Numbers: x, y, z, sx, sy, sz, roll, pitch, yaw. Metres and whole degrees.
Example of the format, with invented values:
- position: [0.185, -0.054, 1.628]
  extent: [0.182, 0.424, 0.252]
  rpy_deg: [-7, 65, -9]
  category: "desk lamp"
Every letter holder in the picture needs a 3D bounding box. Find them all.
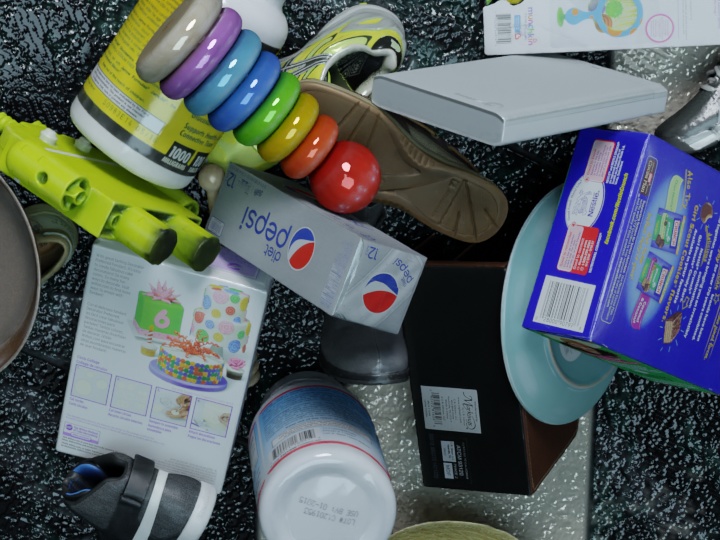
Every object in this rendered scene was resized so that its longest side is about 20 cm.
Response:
- position: [0.113, 0.065, 1.632]
  extent: [0.100, 0.142, 0.201]
  rpy_deg: [2, 111, 26]
  category: "letter holder"

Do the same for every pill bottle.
- position: [-0.128, -0.173, 1.504]
  extent: [0.112, 0.113, 0.200]
  rpy_deg: [32, 103, -16]
  category: "pill bottle"
- position: [-0.035, 0.156, 1.580]
  extent: [0.108, 0.200, 0.109]
  rpy_deg: [-2, 109, -6]
  category: "pill bottle"

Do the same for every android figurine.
- position: [-0.203, -0.065, 1.500]
  extent: [0.200, 0.182, 0.041]
  rpy_deg: [35, 102, 28]
  category: "android figurine"

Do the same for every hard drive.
- position: [0.124, -0.134, 1.486]
  extent: [0.199, 0.131, 0.026]
  rpy_deg: [-13, 117, -45]
  category: "hard drive"

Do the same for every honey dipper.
- position: [-0.110, 0.005, 1.587]
  extent: [0.038, 0.038, 0.201]
  rpy_deg: [-7, 120, -4]
  category: "honey dipper"

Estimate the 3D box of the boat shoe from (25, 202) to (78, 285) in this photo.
- position: [-0.318, 0.015, 1.570]
  extent: [0.200, 0.063, 0.073]
  rpy_deg: [-35, 110, 6]
  category: "boat shoe"

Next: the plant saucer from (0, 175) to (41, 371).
- position: [-0.326, -0.008, 1.511]
  extent: [0.199, 0.032, 0.202]
  rpy_deg: [5, 104, 23]
  category: "plant saucer"

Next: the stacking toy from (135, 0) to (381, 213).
- position: [-0.067, -0.113, 1.425]
  extent: [0.200, 0.085, 0.085]
  rpy_deg: [42, 99, -15]
  category: "stacking toy"

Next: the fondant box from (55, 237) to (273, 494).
- position: [-0.159, 0.071, 1.579]
  extent: [0.143, 0.058, 0.201]
  rpy_deg: [15, 119, 1]
  category: "fondant box"

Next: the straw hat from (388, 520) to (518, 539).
- position: [0.061, 0.284, 1.697]
  extent: [0.200, 0.085, 0.202]
  rpy_deg: [-4, 112, -11]
  category: "straw hat"

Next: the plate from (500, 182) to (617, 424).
- position: [0.180, 0.028, 1.586]
  extent: [0.025, 0.200, 0.201]
  rpy_deg: [7, 115, 38]
  category: "plate"

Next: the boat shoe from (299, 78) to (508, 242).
- position: [0.024, -0.093, 1.510]
  extent: [0.199, 0.072, 0.072]
  rpy_deg: [26, 112, -15]
  category: "boat shoe"

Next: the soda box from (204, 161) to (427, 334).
- position: [-0.037, -0.020, 1.481]
  extent: [0.068, 0.200, 0.064]
  rpy_deg: [16, 100, -38]
  category: "soda box"

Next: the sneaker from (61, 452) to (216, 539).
- position: [-0.207, 0.208, 1.616]
  extent: [0.111, 0.073, 0.200]
  rpy_deg: [28, 137, -14]
  category: "sneaker"

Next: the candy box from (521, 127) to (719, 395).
- position: [0.235, -0.005, 1.556]
  extent: [0.199, 0.077, 0.170]
  rpy_deg: [22, 83, -45]
  category: "candy box"

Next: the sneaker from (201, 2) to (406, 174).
- position: [-0.049, -0.137, 1.545]
  extent: [0.200, 0.076, 0.075]
  rpy_deg: [-41, 110, 10]
  category: "sneaker"

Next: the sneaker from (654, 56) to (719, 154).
- position: [0.306, -0.185, 1.582]
  extent: [0.199, 0.075, 0.116]
  rpy_deg: [-31, 105, -7]
  category: "sneaker"

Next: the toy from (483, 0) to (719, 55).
- position: [0.195, -0.237, 1.555]
  extent: [0.199, 0.047, 0.116]
  rpy_deg: [-3, 105, -1]
  category: "toy"

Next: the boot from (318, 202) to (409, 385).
- position: [0.000, 0.000, 1.533]
  extent: [0.069, 0.200, 0.132]
  rpy_deg: [0, 113, -11]
  category: "boot"
